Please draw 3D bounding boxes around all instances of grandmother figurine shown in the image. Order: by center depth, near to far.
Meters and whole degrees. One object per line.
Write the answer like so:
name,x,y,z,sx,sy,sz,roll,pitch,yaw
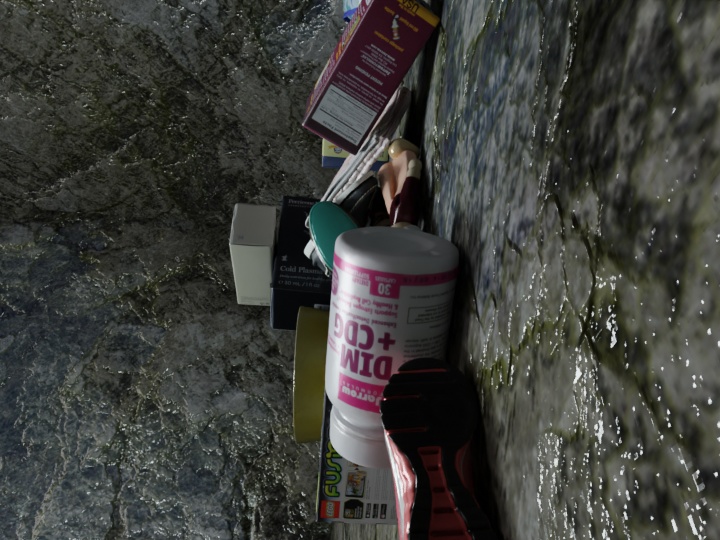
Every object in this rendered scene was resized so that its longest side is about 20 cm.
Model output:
grandmother figurine,0.051,-0.073,0.725,0.201,0.060,0.122,-87,-5,-51

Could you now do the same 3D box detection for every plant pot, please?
plant pot,-0.023,0.157,0.901,0.200,0.140,0.203,-179,90,-88

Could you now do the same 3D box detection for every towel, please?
towel,-0.002,-0.168,0.899,0.200,0.032,0.192,-48,11,35

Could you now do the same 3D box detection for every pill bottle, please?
pill bottle,0.025,0.070,0.555,0.114,0.112,0.203,-99,13,-72

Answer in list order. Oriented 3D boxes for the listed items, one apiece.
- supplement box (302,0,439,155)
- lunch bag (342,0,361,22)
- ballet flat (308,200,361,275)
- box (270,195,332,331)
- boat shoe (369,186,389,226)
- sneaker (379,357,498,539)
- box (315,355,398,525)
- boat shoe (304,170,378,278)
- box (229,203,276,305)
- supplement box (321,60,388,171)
supplement box,0.008,-0.269,0.780,0.201,0.085,0.111,-55,18,26
lunch bag,0.028,-0.487,0.951,0.200,0.125,0.173,-66,-17,-73
ballet flat,0.000,0.000,0.760,0.201,0.068,0.068,54,-179,19
box,-0.046,-0.007,1.015,0.125,0.197,0.199,101,171,-51
boat shoe,0.039,-0.050,0.859,0.072,0.071,0.202,127,154,-49
sneaker,0.047,0.156,0.433,0.202,0.073,0.088,-91,5,-46
box,0.007,0.201,0.707,0.035,0.108,0.203,-103,18,-77
boat shoe,-0.016,-0.059,0.833,0.075,0.060,0.200,-37,-9,-33
box,-0.177,-0.021,1.010,0.201,0.067,0.083,103,170,-60
supplement box,-0.010,-0.318,1.249,0.200,0.132,0.203,-104,18,-77
